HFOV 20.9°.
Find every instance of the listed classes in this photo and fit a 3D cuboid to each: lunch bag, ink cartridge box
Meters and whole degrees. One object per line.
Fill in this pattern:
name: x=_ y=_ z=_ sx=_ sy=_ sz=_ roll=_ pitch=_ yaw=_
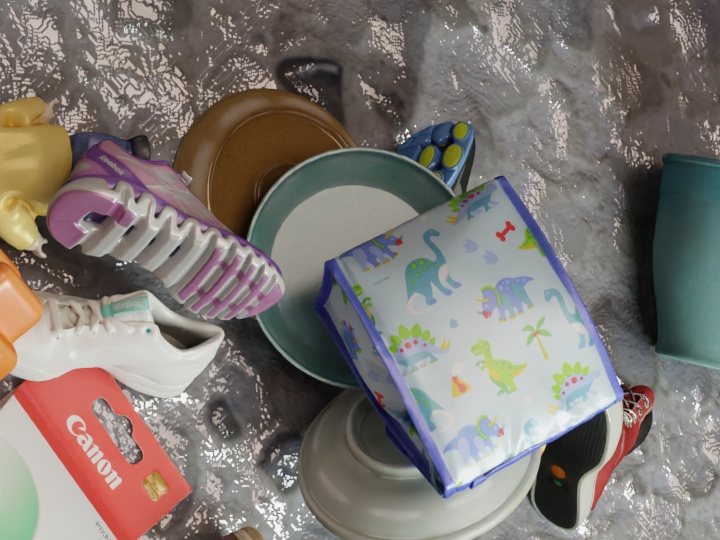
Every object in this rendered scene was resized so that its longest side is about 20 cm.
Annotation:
lunch bag: x=0.085 y=0.057 z=1.519 sx=0.170 sy=0.127 sz=0.200 roll=-28 pitch=72 yaw=-15
ink cartridge box: x=-0.229 y=0.167 z=1.472 sx=0.200 sy=0.050 sz=0.161 roll=-41 pitch=105 yaw=-29

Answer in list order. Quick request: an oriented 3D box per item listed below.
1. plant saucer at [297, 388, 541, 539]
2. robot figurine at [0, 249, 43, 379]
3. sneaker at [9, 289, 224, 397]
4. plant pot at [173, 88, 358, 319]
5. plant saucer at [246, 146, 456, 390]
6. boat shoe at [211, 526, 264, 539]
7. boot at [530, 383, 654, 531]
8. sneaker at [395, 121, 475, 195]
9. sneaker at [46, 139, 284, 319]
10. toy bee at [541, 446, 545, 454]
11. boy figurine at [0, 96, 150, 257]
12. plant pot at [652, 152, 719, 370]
plant saucer: x=0.044 y=0.136 z=1.570 sx=0.200 sy=0.200 sz=0.050 roll=-45 pitch=140 yaw=-30
robot figurine: x=-0.322 y=0.059 z=1.364 sx=0.200 sy=0.117 sz=0.144 roll=-37 pitch=91 yaw=-5
sneaker: x=-0.198 y=0.041 z=1.478 sx=0.200 sy=0.088 sz=0.075 roll=12 pitch=56 yaw=-35
plant pot: x=-0.064 y=-0.057 z=1.628 sx=0.200 sy=0.027 sz=0.200 roll=7 pitch=78 yaw=-33
plant saucer: x=0.000 y=0.000 z=1.597 sx=0.200 sy=0.036 sz=0.200 roll=2 pitch=81 yaw=-12
boat shoe: x=-0.092 y=0.304 z=1.530 sx=0.065 sy=0.072 sz=0.200 roll=-10 pitch=91 yaw=-22
boot: x=0.216 y=0.122 z=1.705 sx=0.072 sy=0.200 sz=0.144 roll=32 pitch=57 yaw=20
sneaker: x=0.057 y=-0.034 z=1.683 sx=0.083 sy=0.071 sz=0.200 roll=33 pitch=67 yaw=-57
sneaker: x=-0.141 y=-0.036 z=1.475 sx=0.200 sy=0.080 sz=0.088 roll=29 pitch=38 yaw=-26
toy bee: x=0.067 y=0.176 z=1.644 sx=0.131 sy=0.200 sz=0.109 roll=-84 pitch=161 yaw=-53
boy figurine: x=-0.257 y=-0.071 z=1.481 sx=0.200 sy=0.064 sz=0.124 roll=2 pitch=81 yaw=-32
plant pot: x=0.359 y=0.004 z=1.811 sx=0.200 sy=0.200 sz=0.188 roll=12 pitch=91 yaw=-31
